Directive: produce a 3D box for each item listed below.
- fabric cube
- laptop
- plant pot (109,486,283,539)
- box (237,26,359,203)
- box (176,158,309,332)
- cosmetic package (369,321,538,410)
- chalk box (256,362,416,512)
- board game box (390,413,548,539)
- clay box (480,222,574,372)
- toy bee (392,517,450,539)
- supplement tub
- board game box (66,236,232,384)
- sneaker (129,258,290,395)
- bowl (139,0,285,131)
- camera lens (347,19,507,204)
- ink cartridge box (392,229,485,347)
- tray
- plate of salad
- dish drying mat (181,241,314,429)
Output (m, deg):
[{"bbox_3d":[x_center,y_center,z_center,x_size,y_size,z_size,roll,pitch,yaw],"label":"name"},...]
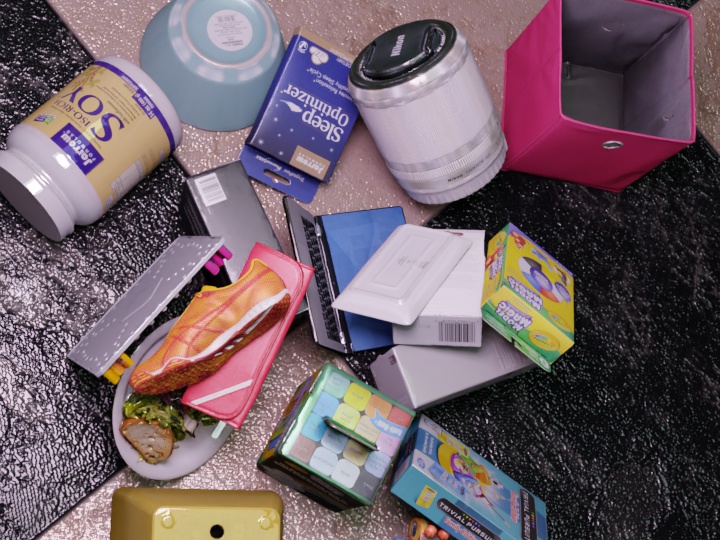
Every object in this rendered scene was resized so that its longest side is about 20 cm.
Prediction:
[{"bbox_3d":[0.318,-0.241,1.529,0.196,0.199,0.200,9,72,-15],"label":"fabric cube"},{"bbox_3d":[0.000,0.000,1.409,0.116,0.200,0.188,-16,77,11],"label":"laptop"},{"bbox_3d":[-0.173,0.335,1.233,0.200,0.176,0.200,4,73,-14],"label":"plant pot"},{"bbox_3d":[-0.069,-0.198,1.451,0.121,0.032,0.200,25,87,-24],"label":"box"},{"bbox_3d":[-0.147,-0.014,1.359,0.079,0.141,0.200,-22,82,-20],"label":"box"},{"bbox_3d":[0.124,0.116,1.420,0.200,0.107,0.090,-21,80,-19],"label":"cosmetic package"},{"bbox_3d":[-0.026,0.195,1.302,0.125,0.200,0.124,31,69,-6],"label":"chalk box"},{"bbox_3d":[0.135,0.275,1.357,0.200,0.151,0.047,36,107,-4],"label":"board game box"},{"bbox_3d":[0.207,0.031,1.371,0.115,0.048,0.200,38,27,-11],"label":"clay box"},{"bbox_3d":[0.068,0.340,1.339,0.131,0.109,0.200,-10,78,-17],"label":"toy bee"},{"bbox_3d":[-0.329,-0.146,1.341,0.145,0.145,0.200,44,68,-1],"label":"supplement tub"},{"bbox_3d":[-0.242,0.041,1.278,0.026,0.200,0.200,46,75,-17],"label":"board game box"},{"bbox_3d":[-0.171,0.065,1.228,0.200,0.073,0.077,-36,68,-10],"label":"sneaker"},{"bbox_3d":[-0.182,-0.293,1.449,0.200,0.105,0.201,4,73,-14],"label":"bowl"},{"bbox_3d":[0.086,-0.206,1.432,0.160,0.160,0.200,-46,129,-22],"label":"camera lens"},{"bbox_3d":[0.103,0.018,1.412,0.109,0.050,0.200,2,33,7],"label":"ink cartridge box"},{"bbox_3d":[0.054,-0.004,1.383,0.107,0.022,0.200,14,37,23],"label":"tray"},{"bbox_3d":[-0.198,0.149,1.292,0.200,0.048,0.200,-18,115,-45],"label":"plate of salad"},{"bbox_3d":[-0.126,0.073,1.259,0.077,0.018,0.200,24,84,6],"label":"dish drying mat"}]
